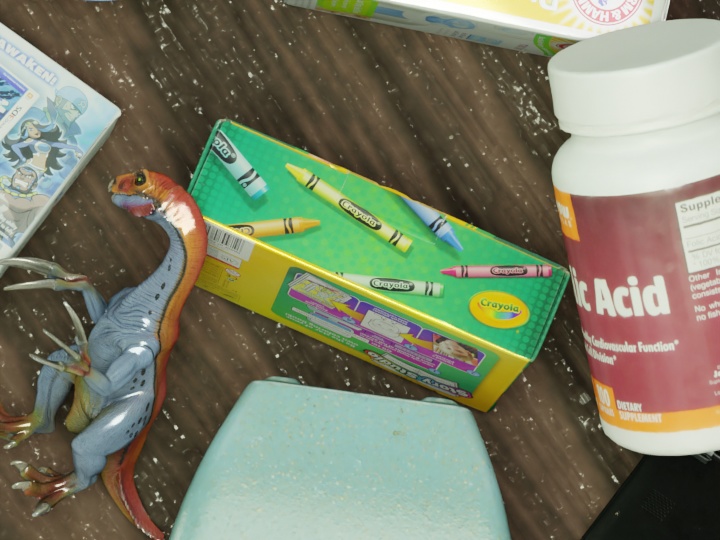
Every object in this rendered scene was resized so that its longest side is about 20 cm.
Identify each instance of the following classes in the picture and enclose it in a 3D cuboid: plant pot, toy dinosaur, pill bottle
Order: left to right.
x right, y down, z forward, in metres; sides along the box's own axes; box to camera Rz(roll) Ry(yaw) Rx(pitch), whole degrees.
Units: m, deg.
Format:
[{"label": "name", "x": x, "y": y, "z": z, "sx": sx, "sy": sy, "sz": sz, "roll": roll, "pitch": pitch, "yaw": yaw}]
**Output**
[{"label": "toy dinosaur", "x": -0.125, "y": 0.034, "z": 1.458, "sx": 0.181, "sy": 0.200, "sz": 0.105, "roll": -42, "pitch": 54, "yaw": 17}, {"label": "plant pot", "x": -0.013, "y": 0.164, "z": 1.458, "sx": 0.195, "sy": 0.196, "sz": 0.201, "roll": 8, "pitch": 81, "yaw": -2}, {"label": "pill bottle", "x": 0.160, "y": -0.018, "z": 1.423, "sx": 0.113, "sy": 0.114, "sz": 0.201, "roll": -13, "pitch": 106, "yaw": -2}]

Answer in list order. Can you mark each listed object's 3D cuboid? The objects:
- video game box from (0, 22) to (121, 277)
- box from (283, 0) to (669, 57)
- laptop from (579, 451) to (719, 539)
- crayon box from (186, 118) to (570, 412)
[{"label": "video game box", "x": -0.259, "y": -0.071, "z": 1.487, "sx": 0.200, "sy": 0.047, "sz": 0.183, "roll": 36, "pitch": 67, "yaw": -1}, {"label": "box", "x": 0.066, "y": -0.177, "z": 1.498, "sx": 0.199, "sy": 0.112, "sz": 0.102, "roll": 11, "pitch": 89, "yaw": -3}, {"label": "laptop", "x": 0.241, "y": 0.132, "z": 1.551, "sx": 0.187, "sy": 0.116, "sz": 0.200, "roll": 34, "pitch": 117, "yaw": -1}, {"label": "crayon box", "x": 0.000, "y": 0.000, "z": 1.485, "sx": 0.199, "sy": 0.119, "sz": 0.059, "roll": 24, "pitch": 72, "yaw": -2}]
